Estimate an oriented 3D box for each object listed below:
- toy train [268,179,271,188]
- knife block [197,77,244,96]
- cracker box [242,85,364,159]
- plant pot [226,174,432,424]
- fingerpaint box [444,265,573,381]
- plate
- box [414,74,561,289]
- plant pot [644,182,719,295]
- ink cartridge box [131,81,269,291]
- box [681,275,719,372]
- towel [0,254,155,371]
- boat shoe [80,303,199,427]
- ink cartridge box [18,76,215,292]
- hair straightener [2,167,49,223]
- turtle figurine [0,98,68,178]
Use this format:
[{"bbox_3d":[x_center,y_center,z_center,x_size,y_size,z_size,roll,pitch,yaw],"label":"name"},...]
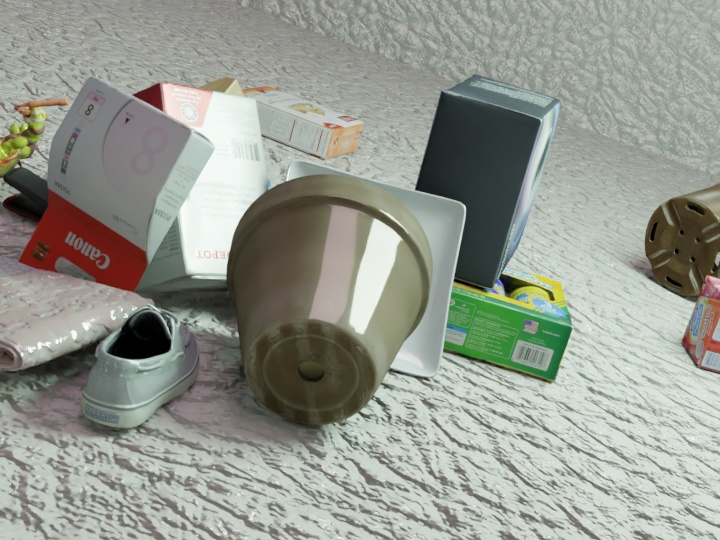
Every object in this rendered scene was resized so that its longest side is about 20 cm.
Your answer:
[{"bbox_3d":[-0.167,-0.090,1.502,0.200,0.114,0.087,48,-1,44],"label":"toy train"},{"bbox_3d":[-0.210,-0.117,1.429,0.199,0.064,0.176,-22,45,2],"label":"knife block"},{"bbox_3d":[-0.111,-0.254,2.139,0.199,0.058,0.134,23,19,17],"label":"cracker box"},{"bbox_3d":[-0.036,0.042,1.148,0.199,0.201,0.174,15,35,-4],"label":"plant pot"},{"bbox_3d":[0.135,0.039,1.452,0.199,0.074,0.167,17,17,0],"label":"fingerpaint box"},{"bbox_3d":[0.000,0.000,1.322,0.199,0.201,0.032,14,-19,-9],"label":"plate"},{"bbox_3d":[0.140,-0.106,1.448,0.123,0.201,0.198,18,18,11],"label":"box"},{"bbox_3d":[0.555,-0.049,1.938,0.198,0.201,0.200,-8,29,-39],"label":"plant pot"},{"bbox_3d":[-0.169,-0.080,1.304,0.083,0.201,0.147,-15,-10,36],"label":"ink cartridge box"},{"bbox_3d":[0.532,0.089,1.625,0.199,0.100,0.096,15,18,-5],"label":"box"},{"bbox_3d":[-0.309,0.032,1.097,0.190,0.032,0.200,15,17,20],"label":"towel"},{"bbox_3d":[-0.179,0.069,1.075,0.070,0.072,0.201,17,16,4],"label":"boat shoe"},{"bbox_3d":[-0.249,-0.070,1.212,0.162,0.200,0.057,29,-5,33],"label":"ink cartridge box"},{"bbox_3d":[-0.311,-0.068,1.367,0.200,0.077,0.041,28,38,24],"label":"hair straightener"},{"bbox_3d":[-0.409,-0.137,1.435,0.065,0.200,0.161,59,-2,-12],"label":"turtle figurine"}]
